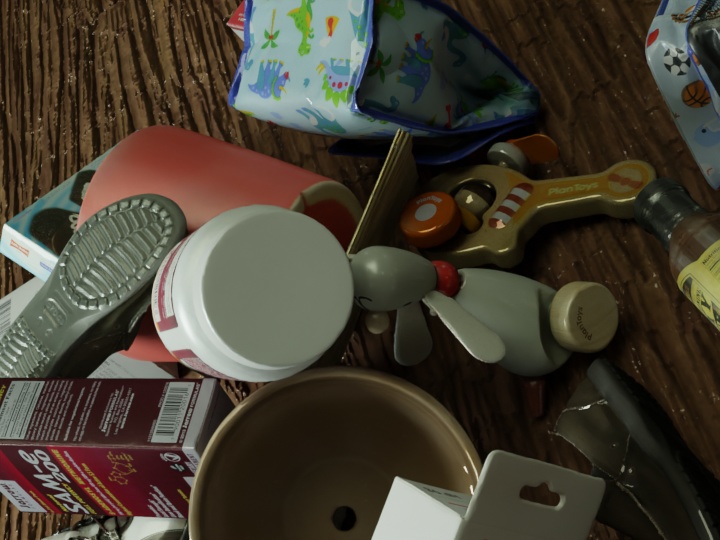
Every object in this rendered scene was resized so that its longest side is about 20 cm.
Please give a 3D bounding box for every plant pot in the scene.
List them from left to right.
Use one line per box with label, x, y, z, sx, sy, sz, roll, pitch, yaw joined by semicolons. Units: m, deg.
plant pot;-0.101;-0.011;1.170;0.177;0.201;0.201;8;64;32
plant pot;-0.012;0.169;0.978;0.200;0.093;0.202;0;79;1

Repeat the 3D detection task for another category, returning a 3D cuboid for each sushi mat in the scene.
sushi mat;0.000;0.000;1.080;0.012;0.096;0.201;20;77;12

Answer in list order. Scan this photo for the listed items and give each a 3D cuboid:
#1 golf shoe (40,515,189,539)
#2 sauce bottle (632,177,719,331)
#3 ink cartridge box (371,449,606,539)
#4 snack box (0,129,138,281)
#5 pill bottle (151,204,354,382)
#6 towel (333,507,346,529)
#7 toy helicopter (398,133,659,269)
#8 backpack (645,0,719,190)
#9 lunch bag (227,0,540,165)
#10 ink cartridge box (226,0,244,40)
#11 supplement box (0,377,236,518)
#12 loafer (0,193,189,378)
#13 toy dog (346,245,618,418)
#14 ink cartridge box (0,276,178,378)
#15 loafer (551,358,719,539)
golf shoe;-0.193;0.215;1.097;0.200;0.094;0.078;-56;14;1
sauce bottle;0.247;0.005;0.944;0.065;0.065;0.200;-41;39;7
ink cartridge box;0.059;0.199;0.867;0.067;0.116;0.201;23;92;50
snack box;-0.211;-0.045;1.278;0.200;0.116;0.037;-47;-14;-50
pill bottle;-0.073;0.017;0.957;0.114;0.114;0.200;-56;10;-11
towel;-0.068;0.189;1.087;0.132;0.034;0.201;-6;54;36
toy helicopter;0.131;-0.057;1.102;0.199;0.079;0.133;-8;44;23
backpack;0.289;-0.150;0.953;0.154;0.200;0.191;3;47;40
lunch bag;0.022;-0.153;1.165;0.170;0.199;0.128;10;91;48
ink cartridge box;-0.011;-0.280;1.376;0.144;0.084;0.200;21;72;48
supplement box;-0.180;0.130;1.049;0.199;0.109;0.061;-2;53;22
loafer;-0.198;0.021;1.095;0.200;0.070;0.075;-43;65;16
toy dog;0.076;0.046;0.984;0.132;0.199;0.097;158;119;-75
ink cartridge box;-0.269;0.075;1.311;0.200;0.083;0.147;-30;43;17
loafer;0.181;0.141;0.894;0.071;0.073;0.200;-47;34;15
